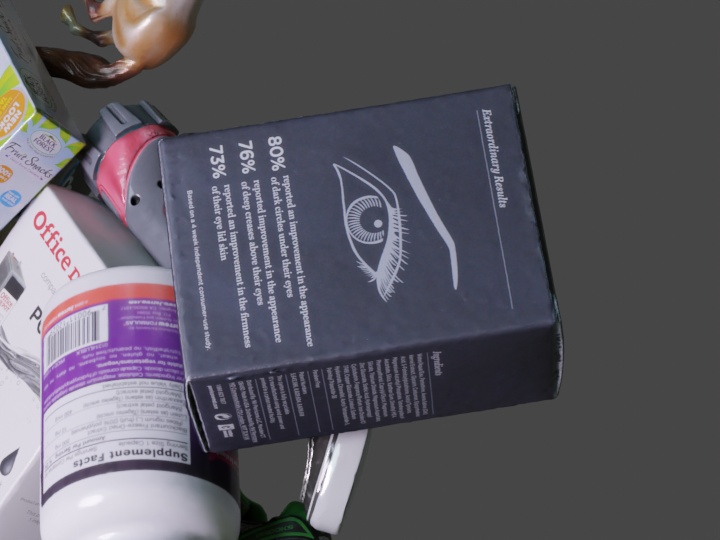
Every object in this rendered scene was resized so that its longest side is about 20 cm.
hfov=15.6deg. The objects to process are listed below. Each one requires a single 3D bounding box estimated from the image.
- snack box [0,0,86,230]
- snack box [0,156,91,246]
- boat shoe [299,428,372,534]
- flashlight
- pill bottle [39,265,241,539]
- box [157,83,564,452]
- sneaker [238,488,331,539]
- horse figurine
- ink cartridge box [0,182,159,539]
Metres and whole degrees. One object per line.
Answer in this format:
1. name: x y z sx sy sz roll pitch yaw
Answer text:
1. snack box: -0.268 -0.099 1.693 0.142 0.053 0.200 -44 43 12
2. snack box: -0.267 -0.025 1.737 0.116 0.037 0.200 37 91 28
3. boat shoe: -0.018 0.049 1.486 0.063 0.071 0.201 9 71 0
4. flashlight: -0.102 -0.027 1.610 0.200 0.068 0.068 45 123 38
5. pill bottle: -0.123 0.108 1.463 0.111 0.111 0.200 -28 51 33
6. box: 0.000 0.000 1.408 0.199 0.104 0.148 -8 64 0
7. sneaker: -0.094 0.168 1.535 0.200 0.078 0.085 1 70 34
8. horse figurine: -0.135 -0.192 1.701 0.132 0.050 0.200 37 98 38
9. ink cartridge box: -0.193 0.068 1.645 0.200 0.083 0.147 -54 46 15
